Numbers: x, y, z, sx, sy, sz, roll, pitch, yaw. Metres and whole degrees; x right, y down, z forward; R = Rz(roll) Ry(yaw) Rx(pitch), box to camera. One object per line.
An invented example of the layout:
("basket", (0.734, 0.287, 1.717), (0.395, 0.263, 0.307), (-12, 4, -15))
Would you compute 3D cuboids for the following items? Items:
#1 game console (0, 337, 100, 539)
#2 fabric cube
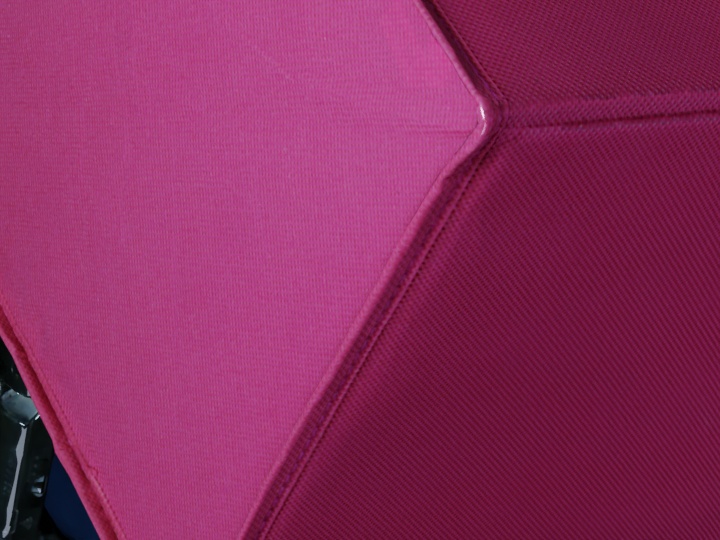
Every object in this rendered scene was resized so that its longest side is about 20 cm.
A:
("game console", (-0.100, 0.023, 0.892), (0.116, 0.200, 0.177), (0, 114, -29))
("fabric cube", (0.027, -0.048, 0.651), (0.200, 0.199, 0.196), (60, 139, 29))
